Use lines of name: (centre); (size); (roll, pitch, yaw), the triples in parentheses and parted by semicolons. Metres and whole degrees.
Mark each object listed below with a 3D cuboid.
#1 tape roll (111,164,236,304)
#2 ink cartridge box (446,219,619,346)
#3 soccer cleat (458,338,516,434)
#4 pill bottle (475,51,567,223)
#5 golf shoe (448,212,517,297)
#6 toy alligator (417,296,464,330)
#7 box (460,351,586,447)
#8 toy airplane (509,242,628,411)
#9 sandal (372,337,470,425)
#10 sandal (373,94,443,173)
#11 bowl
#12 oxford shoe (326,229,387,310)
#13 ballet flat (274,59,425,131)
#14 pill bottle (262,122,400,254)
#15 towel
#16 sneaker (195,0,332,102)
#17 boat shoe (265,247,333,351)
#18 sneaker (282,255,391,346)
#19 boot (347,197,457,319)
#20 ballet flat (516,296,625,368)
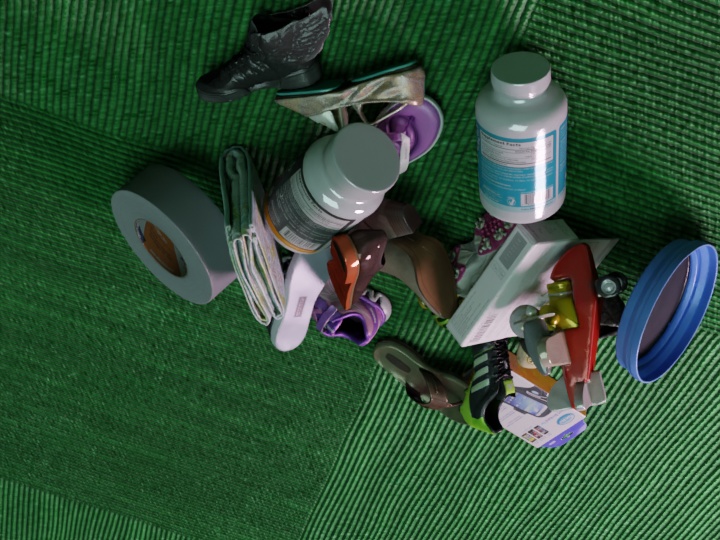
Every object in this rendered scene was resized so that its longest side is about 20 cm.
tape roll: (-0.257, -0.050, 1.573); (0.200, 0.066, 0.200); (35, 151, 23)
ink cartridge box: (0.233, 0.015, 1.531); (0.176, 0.045, 0.200); (-5, 140, -41)
soccer cleat: (0.198, 0.143, 1.650); (0.081, 0.067, 0.200); (24, 113, 46)
pill bottle: (0.197, -0.163, 1.369); (0.111, 0.111, 0.200); (3, 134, 12)
golf shoe: (0.190, -0.026, 1.544); (0.091, 0.075, 0.200); (18, 141, -21)
toy alligator: (0.107, 0.037, 1.628); (0.059, 0.054, 0.200); (-25, 123, 33)
box: (0.259, 0.206, 1.765); (0.200, 0.042, 0.119); (31, 134, -17)
toy airplane: (0.262, 0.087, 1.467); (0.141, 0.199, 0.200); (10, 143, 20)
sandal: (0.099, 0.182, 1.741); (0.201, 0.057, 0.080); (31, 129, 7)
sandal: (0.035, -0.153, 1.465); (0.082, 0.050, 0.203); (35, 134, -18)
bowl: (0.401, 0.050, 1.474); (0.039, 0.201, 0.201); (28, 144, 33)
oxford shoe: (0.000, 0.000, 1.509); (0.072, 0.071, 0.200); (-21, 165, -12)
ballet flat: (-0.013, -0.211, 1.403); (0.200, 0.068, 0.067); (-7, 109, 23)
pill bottle: (-0.038, -0.105, 1.439); (0.116, 0.117, 0.200); (31, 148, -15)
towel: (-0.146, -0.048, 1.516); (0.048, 0.200, 0.171); (-12, 130, 4)
sneaker: (-0.122, -0.274, 1.388); (0.199, 0.060, 0.104); (-7, 133, 14)
boat shoe: (-0.090, 0.017, 1.601); (0.070, 0.066, 0.200); (-1, 122, -34)
sneaker: (-0.052, 0.050, 1.663); (0.200, 0.089, 0.081); (25, 136, -8)
boot: (0.041, -0.020, 1.560); (0.146, 0.070, 0.200); (-5, 115, 46)
ballet flat: (0.300, 0.095, 1.630); (0.066, 0.057, 0.200); (37, 132, -20)
